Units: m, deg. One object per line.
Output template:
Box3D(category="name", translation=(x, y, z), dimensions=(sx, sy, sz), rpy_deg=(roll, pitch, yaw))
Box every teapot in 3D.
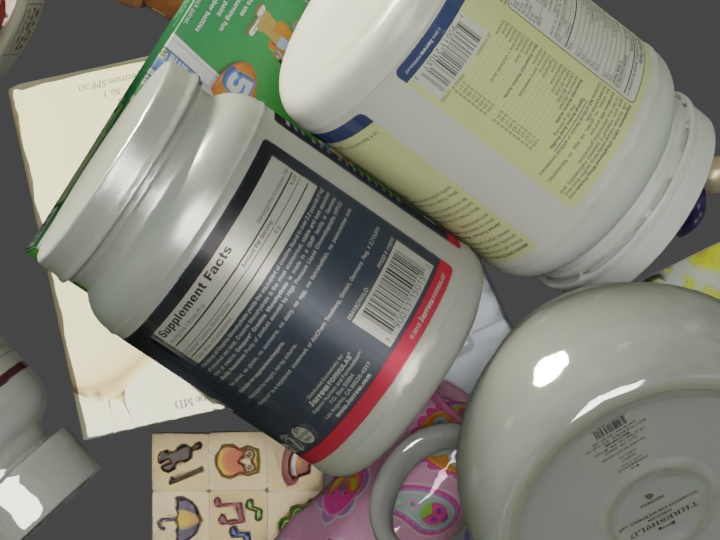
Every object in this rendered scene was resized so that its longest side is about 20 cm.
Box3D(category="teapot", translation=(0.127, 0.079, 1.518), dimensions=(0.199, 0.146, 0.198), rpy_deg=(6, 123, -22))

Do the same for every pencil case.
Box3D(category="pencil case", translation=(0.006, 0.148, 1.632), dimensions=(0.087, 0.087, 0.200), rpy_deg=(39, 97, 1))

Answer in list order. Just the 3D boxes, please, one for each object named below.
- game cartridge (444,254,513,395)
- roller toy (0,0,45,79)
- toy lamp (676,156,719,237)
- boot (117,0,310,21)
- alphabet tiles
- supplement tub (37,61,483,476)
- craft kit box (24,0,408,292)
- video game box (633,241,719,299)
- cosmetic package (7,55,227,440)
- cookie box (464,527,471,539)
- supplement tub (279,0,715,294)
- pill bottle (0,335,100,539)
Box3D(category="game cartridge", translation=(0.000, 0.000, 1.681), dimensions=(0.133, 0.040, 0.201), rpy_deg=(-24, 88, -5))
Box3D(category="roller toy", translation=(-0.267, -0.169, 1.632), dimensions=(0.181, 0.140, 0.201), rpy_deg=(-19, 91, 10))
Box3D(category="toy lamp", translation=(0.264, -0.078, 1.675), dimensions=(0.199, 0.058, 0.059), rpy_deg=(-21, 88, -2))
Box3D(category="boot", translation=(-0.078, -0.235, 1.671), dimensions=(0.154, 0.074, 0.202), rpy_deg=(12, 85, 4))
Box3D(category="alphabet tiles", translation=(-0.070, 0.192, 1.688), dimensions=(0.166, 0.008, 0.202), rpy_deg=(0, 88, 0))
Box3D(category="supplement tub", translation=(-0.050, -0.001, 1.519), dimensions=(0.199, 0.140, 0.141), rpy_deg=(34, 88, -10))
Box3D(category="craft kit box", translation=(-0.048, -0.039, 1.618), dimensions=(0.197, 0.048, 0.201), rpy_deg=(34, 77, -13))
Box3D(category="video game box", translation=(0.200, 0.092, 1.595), dimensions=(0.181, 0.047, 0.201), rpy_deg=(-26, 75, 6))
Box3D(category="cosmetic package", translation=(-0.126, -0.013, 1.662), dimensions=(0.103, 0.073, 0.201), rpy_deg=(-13, 87, -2))
Box3D(category="cookie box", translation=(0.150, 0.233, 1.653), dimensions=(0.198, 0.075, 0.173), rpy_deg=(5, 87, 0))
Box3D(category="supplement tub", translation=(0.073, -0.088, 1.552), dimensions=(0.200, 0.145, 0.145), rpy_deg=(35, 88, -20))
Box3D(category="pill bottle", translation=(-0.244, 0.067, 1.639), dimensions=(0.110, 0.110, 0.200), rpy_deg=(-43, 89, -2))
